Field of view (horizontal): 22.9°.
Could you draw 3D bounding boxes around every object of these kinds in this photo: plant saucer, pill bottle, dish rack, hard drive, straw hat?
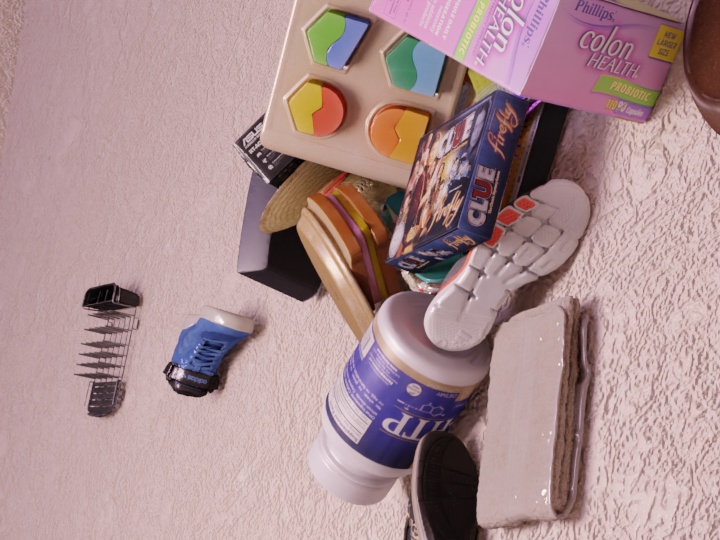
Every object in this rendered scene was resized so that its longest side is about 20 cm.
[{"bbox_3d":[0.315,-0.201,1.405,0.200,0.034,0.200,-42,40,49],"label":"plant saucer"},{"bbox_3d":[0.031,0.129,1.722,0.200,0.120,0.120,-59,29,32],"label":"pill bottle"},{"bbox_3d":[-0.395,0.125,2.727,0.153,0.055,0.200,-11,67,64],"label":"dish rack"},{"bbox_3d":[-0.074,-0.075,2.063,0.042,0.135,0.200,-1,72,39],"label":"hard drive"},{"bbox_3d":[-0.008,-0.080,1.951,0.085,0.201,0.201,48,132,11],"label":"straw hat"}]

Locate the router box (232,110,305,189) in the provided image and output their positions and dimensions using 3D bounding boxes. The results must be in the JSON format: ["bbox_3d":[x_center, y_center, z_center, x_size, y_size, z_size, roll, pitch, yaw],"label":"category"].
[{"bbox_3d":[-0.032,-0.171,1.918,0.200,0.062,0.150,-43,-12,4],"label":"router box"}]

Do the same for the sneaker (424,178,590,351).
[{"bbox_3d":[0.129,-0.017,1.636,0.200,0.077,0.082,-45,14,19],"label":"sneaker"}]

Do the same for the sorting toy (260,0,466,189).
[{"bbox_3d":[0.005,-0.186,1.784,0.036,0.185,0.200,-69,-5,-65],"label":"sorting toy"}]

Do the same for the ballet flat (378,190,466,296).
[{"bbox_3d":[0.068,-0.014,1.810,0.200,0.076,0.064,-110,11,-58],"label":"ballet flat"}]

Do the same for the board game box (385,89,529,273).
[{"bbox_3d":[0.087,-0.079,1.649,0.200,0.035,0.136,153,135,-70],"label":"board game box"}]

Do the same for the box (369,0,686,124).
[{"bbox_3d":[0.144,-0.218,1.537,0.200,0.176,0.097,34,109,40],"label":"box"}]

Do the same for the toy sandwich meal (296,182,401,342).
[{"bbox_3d":[0.000,0.000,1.851,0.070,0.205,0.205,-30,29,-5],"label":"toy sandwich meal"}]

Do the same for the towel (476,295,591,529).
[{"bbox_3d":[0.152,0.128,1.567,0.133,0.034,0.200,-26,52,62],"label":"towel"}]

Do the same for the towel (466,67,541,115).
[{"bbox_3d":[0.171,-0.218,1.686,0.200,0.023,0.144,-46,29,32],"label":"towel"}]

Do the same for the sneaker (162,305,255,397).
[{"bbox_3d":[-0.196,0.109,2.272,0.200,0.077,0.111,-14,58,68],"label":"sneaker"}]

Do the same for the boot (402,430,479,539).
[{"bbox_3d":[0.051,0.265,1.666,0.151,0.073,0.200,-44,44,49],"label":"boot"}]

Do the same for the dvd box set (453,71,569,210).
[{"bbox_3d":[0.133,-0.124,1.754,0.200,0.029,0.146,21,94,66],"label":"dvd box set"}]
